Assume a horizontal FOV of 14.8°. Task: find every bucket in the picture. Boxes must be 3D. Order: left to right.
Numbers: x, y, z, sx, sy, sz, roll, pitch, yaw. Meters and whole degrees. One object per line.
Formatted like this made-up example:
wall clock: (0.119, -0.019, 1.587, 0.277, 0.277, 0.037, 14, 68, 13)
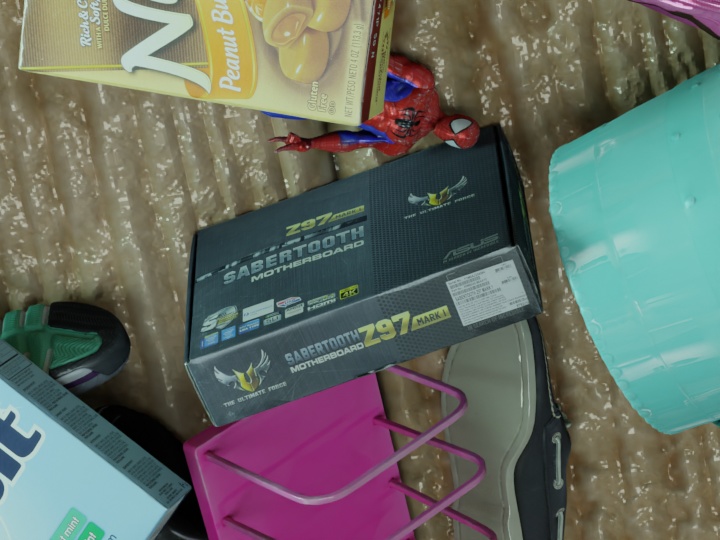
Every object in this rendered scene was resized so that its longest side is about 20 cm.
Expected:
bucket: (0.203, -0.012, 1.553, 0.134, 0.208, 0.208, -22, 116, 21)

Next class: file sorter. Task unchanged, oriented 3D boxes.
file sorter: (0.006, 0.170, 1.648, 0.139, 0.125, 0.201, -31, 122, -31)

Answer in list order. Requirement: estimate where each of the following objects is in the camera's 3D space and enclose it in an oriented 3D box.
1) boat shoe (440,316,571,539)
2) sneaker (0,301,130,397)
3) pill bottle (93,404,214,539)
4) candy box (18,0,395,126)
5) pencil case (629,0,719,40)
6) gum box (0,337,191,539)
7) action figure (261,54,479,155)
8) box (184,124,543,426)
boat shoe: (0.095, 0.104, 1.698, 0.062, 0.072, 0.201, -21, 120, -40)
sneaker: (-0.217, 0.083, 1.669, 0.199, 0.075, 0.088, -16, 128, 19)
pill bottle: (-0.185, 0.185, 1.691, 0.112, 0.112, 0.200, 39, 110, -19)
candy box: (-0.081, -0.153, 1.506, 0.198, 0.055, 0.116, 10, 103, 12)
pencil case: (0.125, -0.186, 1.517, 0.198, 0.094, 0.091, 13, 118, -9)
gum box: (-0.225, 0.134, 1.606, 0.200, 0.045, 0.170, 38, 110, 5)
action figure: (-0.027, -0.102, 1.584, 0.199, 0.052, 0.066, 13, 111, -11)
box: (0.000, 0.000, 1.574, 0.199, 0.158, 0.051, -19, 116, 9)
